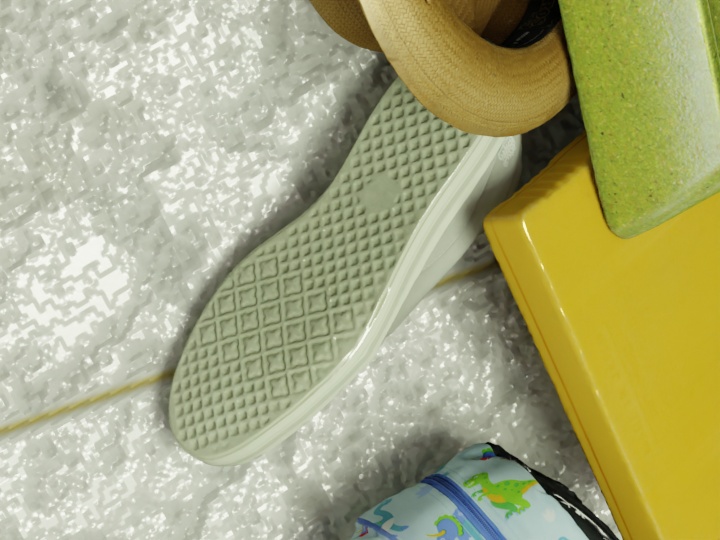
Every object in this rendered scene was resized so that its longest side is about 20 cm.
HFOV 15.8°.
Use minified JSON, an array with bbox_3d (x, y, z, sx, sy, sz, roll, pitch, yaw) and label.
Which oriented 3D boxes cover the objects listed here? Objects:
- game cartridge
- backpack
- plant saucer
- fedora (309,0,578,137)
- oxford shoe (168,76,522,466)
[{"bbox_3d":[0.149,0.003,1.075,0.200,0.032,0.177,-38,113,-33],"label":"game cartridge"},{"bbox_3d":[0.075,0.169,1.057,0.153,0.163,0.201,-20,100,-8],"label":"backpack"},{"bbox_3d":[0.166,-0.133,0.996,0.200,0.048,0.200,-27,117,-25],"label":"plant saucer"},{"bbox_3d":[0.024,-0.148,0.988,0.200,0.082,0.202,9,78,-51],"label":"fedora"},{"bbox_3d":[0.000,0.000,1.041,0.200,0.075,0.058,-52,150,-2],"label":"oxford shoe"}]
